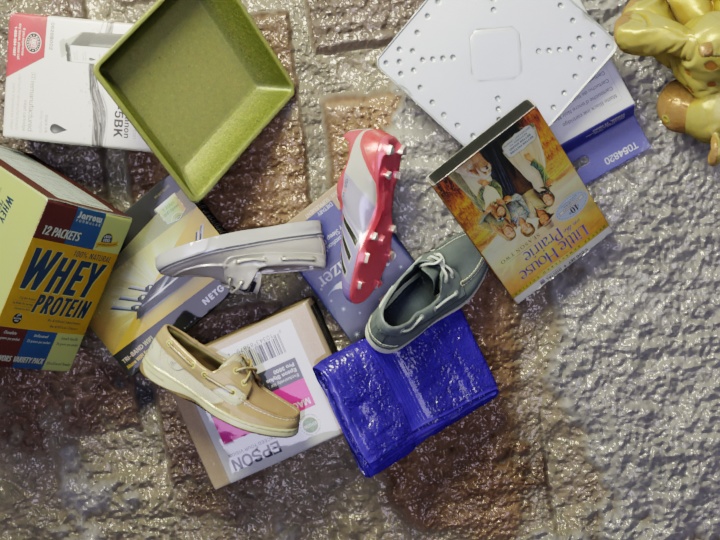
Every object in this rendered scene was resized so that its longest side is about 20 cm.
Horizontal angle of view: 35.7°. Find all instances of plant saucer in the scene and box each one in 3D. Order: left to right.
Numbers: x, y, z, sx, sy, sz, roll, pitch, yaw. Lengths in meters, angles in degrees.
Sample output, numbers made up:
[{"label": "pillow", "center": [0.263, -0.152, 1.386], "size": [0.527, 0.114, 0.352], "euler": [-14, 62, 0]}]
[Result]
[{"label": "plant saucer", "center": [-0.192, -0.216, 1.268], "size": [0.200, 0.048, 0.201], "euler": [-52, 127, -23]}]

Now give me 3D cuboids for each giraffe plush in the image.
[{"label": "giraffe plush", "center": [0.386, -0.216, 1.243], "size": [0.171, 0.200, 0.164], "euler": [-29, 127, -21]}]

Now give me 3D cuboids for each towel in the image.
[{"label": "towel", "center": [0.059, 0.131, 1.308], "size": [0.199, 0.049, 0.149], "euler": [-29, 98, -19]}]

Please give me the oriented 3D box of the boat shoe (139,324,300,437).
[{"label": "boat shoe", "center": [-0.154, 0.126, 1.276], "size": [0.198, 0.074, 0.067], "euler": [24, 103, 2]}]

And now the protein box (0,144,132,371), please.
[{"label": "protein box", "center": [-0.404, -0.021, 1.285], "size": [0.199, 0.134, 0.200], "euler": [29, 99, 32]}]

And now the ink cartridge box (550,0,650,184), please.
[{"label": "ink cartridge box", "center": [0.212, -0.184, 1.309], "size": [0.198, 0.041, 0.201], "euler": [-30, 93, 7]}]

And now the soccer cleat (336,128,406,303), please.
[{"label": "soccer cleat", "center": [0.001, -0.064, 1.303], "size": [0.076, 0.066, 0.203], "euler": [16, 101, 33]}]

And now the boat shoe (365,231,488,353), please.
[{"label": "boat shoe", "center": [0.086, 0.016, 1.292], "size": [0.200, 0.062, 0.073], "euler": [-41, 76, -21]}]

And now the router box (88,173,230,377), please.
[{"label": "router box", "center": [-0.249, 0.004, 1.356], "size": [0.199, 0.052, 0.158], "euler": [-40, 92, 7]}]

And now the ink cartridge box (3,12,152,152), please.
[{"label": "ink cartridge box", "center": [-0.310, -0.220, 1.322], "size": [0.197, 0.083, 0.149], "euler": [5, 96, 4]}]

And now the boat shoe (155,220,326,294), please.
[{"label": "boat shoe", "center": [-0.134, -0.007, 1.290], "size": [0.198, 0.071, 0.071], "euler": [-10, 84, -15]}]

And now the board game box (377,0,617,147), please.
[{"label": "board game box", "center": [0.154, -0.245, 1.274], "size": [0.200, 0.026, 0.200], "euler": [42, 99, 0]}]

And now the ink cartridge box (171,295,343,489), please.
[{"label": "ink cartridge box", "center": [-0.116, 0.146, 1.350], "size": [0.198, 0.075, 0.166], "euler": [-25, 92, 5]}]

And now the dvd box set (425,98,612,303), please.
[{"label": "dvd box set", "center": [0.184, -0.075, 1.279], "size": [0.146, 0.029, 0.200], "euler": [-36, 121, 3]}]

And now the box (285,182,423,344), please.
[{"label": "box", "center": [0.000, 0.000, 1.349], "size": [0.121, 0.032, 0.201], "euler": [-37, 93, 7]}]
